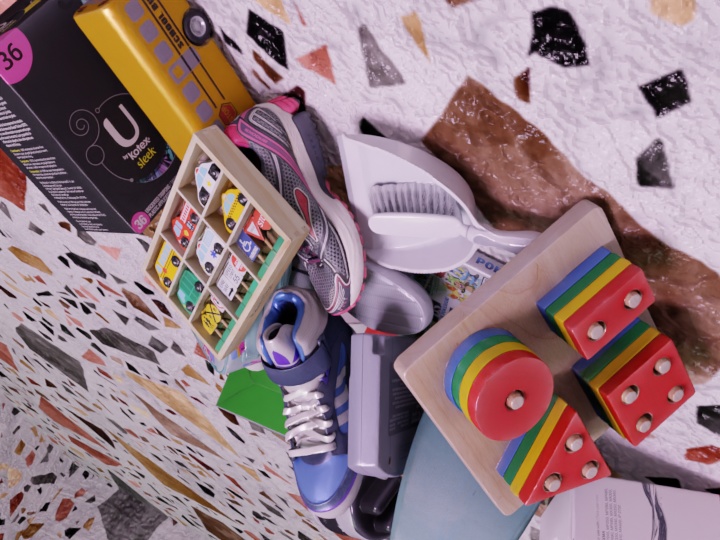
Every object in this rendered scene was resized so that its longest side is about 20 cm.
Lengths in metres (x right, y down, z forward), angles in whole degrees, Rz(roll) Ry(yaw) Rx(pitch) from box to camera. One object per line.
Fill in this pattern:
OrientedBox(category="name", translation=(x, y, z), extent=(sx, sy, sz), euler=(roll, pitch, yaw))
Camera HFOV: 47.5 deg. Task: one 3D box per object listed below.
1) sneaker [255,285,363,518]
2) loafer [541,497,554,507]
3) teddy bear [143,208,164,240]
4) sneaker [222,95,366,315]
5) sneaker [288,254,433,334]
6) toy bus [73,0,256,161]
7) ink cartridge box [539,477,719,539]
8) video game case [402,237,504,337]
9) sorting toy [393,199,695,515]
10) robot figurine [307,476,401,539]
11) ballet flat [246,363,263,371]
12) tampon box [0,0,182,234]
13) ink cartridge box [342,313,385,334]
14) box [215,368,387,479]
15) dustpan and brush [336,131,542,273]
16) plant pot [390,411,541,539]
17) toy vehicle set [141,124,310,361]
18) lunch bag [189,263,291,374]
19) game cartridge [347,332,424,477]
OrientedBox(category="sneaker", translation=(-0.057, 0.115, 0.759), extent=(0.079, 0.203, 0.146), euler=(-10, 152, 25))
OrientedBox(category="loafer", translation=(0.232, 0.238, 0.937), extent=(0.072, 0.071, 0.201), euler=(4, 139, 43))
OrientedBox(category="teddy bear", translation=(-0.233, -0.088, 0.958), extent=(0.197, 0.067, 0.146), euler=(5, 146, 32))
OrientedBox(category="sneaker", translation=(-0.060, -0.051, 0.741), extent=(0.080, 0.074, 0.202), euler=(-13, 104, 57))
OrientedBox(category="sneaker", translation=(0.000, 0.000, 0.822), extent=(0.198, 0.070, 0.074), euler=(24, 132, 34))
OrientedBox(category="toy bus", translation=(-0.155, -0.165, 0.728), extent=(0.064, 0.079, 0.201), euler=(5, 140, 42))
OrientedBox(category="ink cartridge box", translation=(0.299, 0.290, 0.862), extent=(0.197, 0.085, 0.146), euler=(9, 144, 3))
OrientedBox(category="video game case", translation=(0.118, 0.050, 0.828), extent=(0.180, 0.022, 0.201), euler=(28, 152, 13))
OrientedBox(category="sorting toy", translation=(0.159, 0.088, 0.645), extent=(0.201, 0.198, 0.070), euler=(54, 174, -33))
OrientedBox(category="robot figurine", translation=(-0.004, 0.370, 1.340), extent=(0.123, 0.153, 0.199), euler=(1, 173, -38))
OrientedBox(category="ballet flat", translation=(-0.168, 0.034, 1.025), extent=(0.201, 0.069, 0.069), euler=(57, 150, 0))
OrientedBox(category="tampon box", translation=(-0.257, -0.157, 0.772), extent=(0.125, 0.151, 0.201), euler=(4, 140, 44))
OrientedBox(category="ink cartridge box", translation=(-0.024, 0.092, 1.015), extent=(0.199, 0.050, 0.161), euler=(34, 152, 7))
OrientedBox(category="box", translation=(-0.062, 0.195, 1.109), extent=(0.198, 0.098, 0.176), euler=(15, 165, 32))
OrientedBox(category="dustpan and brush", translation=(0.075, -0.041, 0.687), extent=(0.197, 0.058, 0.141), euler=(5, 137, 16))
OrientedBox(category="plant pot", translation=(0.115, 0.196, 0.796), extent=(0.140, 0.202, 0.142), euler=(25, 163, 17))
OrientedBox(category="toy vehicle set", translation=(-0.130, -0.018, 0.747), extent=(0.124, 0.026, 0.201), euler=(46, 136, 10))
OrientedBox(category="lunch bag", translation=(-0.137, 0.002, 0.861), extent=(0.161, 0.076, 0.202), euler=(47, 141, 35))
OrientedBox(category="game cartridge", translation=(0.030, 0.130, 0.801), extent=(0.040, 0.136, 0.200), euler=(-4, 173, 17))
